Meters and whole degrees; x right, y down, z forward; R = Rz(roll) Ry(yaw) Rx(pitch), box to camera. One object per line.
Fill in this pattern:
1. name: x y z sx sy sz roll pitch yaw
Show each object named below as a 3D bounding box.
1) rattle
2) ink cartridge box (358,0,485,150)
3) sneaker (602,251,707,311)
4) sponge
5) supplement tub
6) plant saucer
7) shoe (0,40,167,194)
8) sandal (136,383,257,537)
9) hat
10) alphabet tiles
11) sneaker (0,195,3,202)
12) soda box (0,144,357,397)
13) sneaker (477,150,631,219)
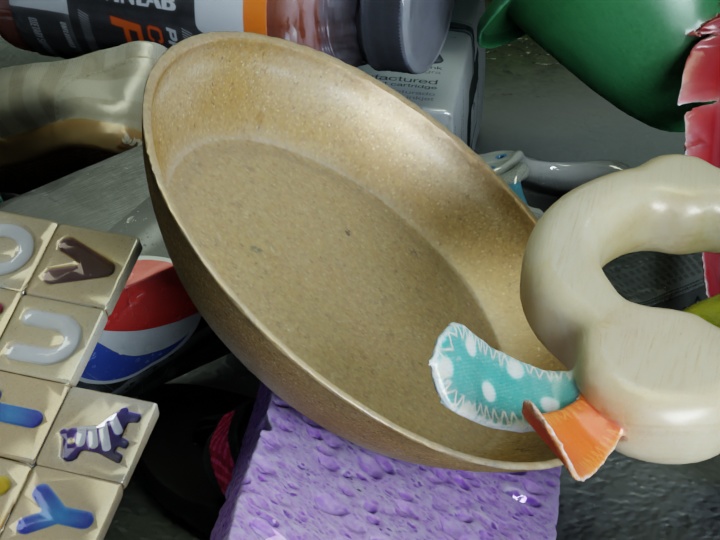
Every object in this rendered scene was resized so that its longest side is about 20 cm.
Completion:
1. rattle: 0.091 0.054 0.784 0.130 0.143 0.200 32 42 8
2. ink cartridge box: -0.018 -0.080 1.143 0.146 0.083 0.200 4 24 5
3. sneaker: 0.105 0.024 0.951 0.200 0.067 0.091 -3 40 -33
4. sponge: 0.013 0.075 0.795 0.111 0.030 0.200 26 25 -5
5. supplement tub: -0.061 -0.136 1.034 0.199 0.107 0.107 10 25 19
6. plant saucer: 0.000 0.000 0.814 0.200 0.035 0.200 30 31 -20
7. shoe: -0.144 -0.066 1.067 0.070 0.054 0.200 12 -10 -37
8. sandal: -0.020 0.078 0.836 0.075 0.045 0.200 -11 27 -27
9. hat: 0.160 -0.081 0.998 0.200 0.176 0.166 -37 -7 -11
10. alphabet tiles: -0.156 0.058 0.802 0.167 0.008 0.200 10 55 18
11. sneaker: -0.194 -0.032 0.988 0.079 0.075 0.200 -20 52 -8
12. soda box: -0.100 0.007 0.894 0.200 0.063 0.071 -25 51 -19
13. sneaker: 0.031 -0.019 0.985 0.200 0.075 0.087 -13 -12 -26
